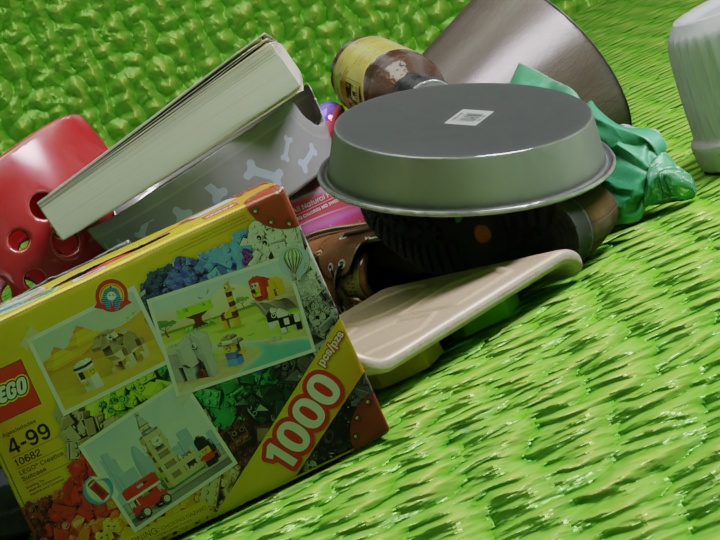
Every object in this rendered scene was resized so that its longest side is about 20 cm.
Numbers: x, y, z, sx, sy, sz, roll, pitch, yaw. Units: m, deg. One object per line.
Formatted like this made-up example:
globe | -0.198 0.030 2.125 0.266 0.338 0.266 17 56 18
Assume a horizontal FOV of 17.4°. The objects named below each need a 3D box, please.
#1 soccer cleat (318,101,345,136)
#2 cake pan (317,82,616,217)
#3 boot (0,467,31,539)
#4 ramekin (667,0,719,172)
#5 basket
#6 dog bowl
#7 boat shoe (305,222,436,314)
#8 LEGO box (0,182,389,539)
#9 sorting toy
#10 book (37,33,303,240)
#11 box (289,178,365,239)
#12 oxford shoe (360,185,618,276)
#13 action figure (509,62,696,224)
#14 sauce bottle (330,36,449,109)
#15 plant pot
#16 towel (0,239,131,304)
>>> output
soccer cleat | -0.071 -0.049 1.851 0.201 0.076 0.067 -67 -9 22
cake pan | 0.069 -0.084 1.553 0.199 0.037 0.200 -3 20 1
boot | -0.209 0.127 1.461 0.199 0.066 0.165 -24 15 28
ramekin | 0.310 -0.156 1.641 0.199 0.106 0.200 -24 7 3
basket | 0.090 -0.113 1.900 0.200 0.180 0.136 -39 -14 -25
dog bowl | -0.104 -0.061 1.726 0.199 0.059 0.200 -32 7 4
boat shoe | 0.000 0.000 1.661 0.199 0.072 0.068 -23 7 12
LEGO box | -0.106 0.061 1.286 0.199 0.150 0.077 -26 7 -8
sorting toy | 0.019 0.042 1.479 0.199 0.037 0.185 -24 7 -37
book | -0.133 -0.094 1.692 0.199 0.048 0.134 -35 4 3
box | 0.042 -0.050 1.761 0.199 0.103 0.095 -25 7 -8
oxford shoe | 0.087 -0.038 1.582 0.199 0.073 0.084 12 27 37
action figure | 0.159 -0.073 1.634 0.054 0.119 0.200 18 1 -37
sauce bottle | 0.027 -0.136 1.751 0.064 0.065 0.200 -25 15 -7
plant pot | -0.243 0.006 1.847 0.200 0.183 0.200 -40 2 2
towel | -0.184 0.046 1.667 0.192 0.035 0.200 -23 -27 2
